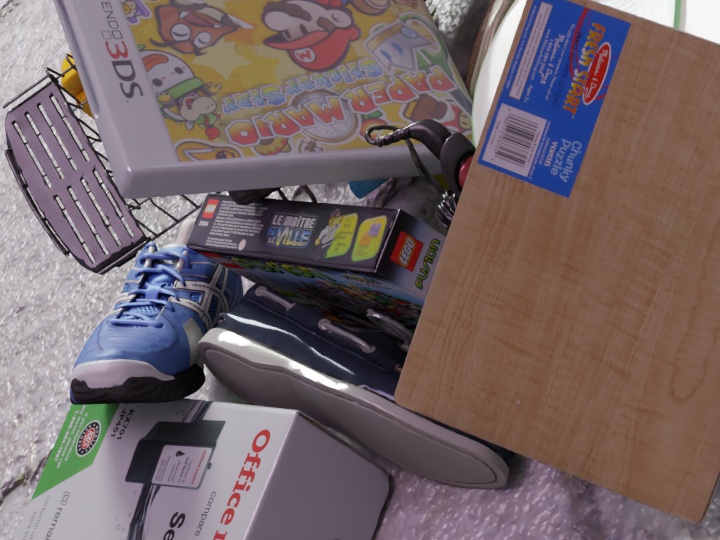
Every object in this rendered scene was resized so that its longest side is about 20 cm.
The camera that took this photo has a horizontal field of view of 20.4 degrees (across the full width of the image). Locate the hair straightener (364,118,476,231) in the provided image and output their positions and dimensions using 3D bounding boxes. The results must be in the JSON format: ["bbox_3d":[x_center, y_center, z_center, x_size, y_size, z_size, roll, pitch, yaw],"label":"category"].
[{"bbox_3d":[0.076,0.003,0.939,0.041,0.200,0.077,-47,-5,-22],"label":"hair straightener"}]

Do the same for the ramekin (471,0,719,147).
[{"bbox_3d":[0.148,-0.086,0.972,0.199,0.097,0.201,-30,43,32],"label":"ramekin"}]

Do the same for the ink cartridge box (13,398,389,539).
[{"bbox_3d":[-0.097,0.150,1.102,0.199,0.083,0.148,1,62,46],"label":"ink cartridge box"}]

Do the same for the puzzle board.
[{"bbox_3d":[0.114,-0.008,0.883,0.150,0.017,0.202,21,100,14],"label":"puzzle board"}]

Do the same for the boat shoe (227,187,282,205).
[{"bbox_3d":[-0.082,-0.126,1.100,0.066,0.072,0.202,-33,63,14],"label":"boat shoe"}]

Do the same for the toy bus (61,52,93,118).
[{"bbox_3d":[-0.117,-0.166,1.385,0.199,0.065,0.079,-36,42,20],"label":"toy bus"}]

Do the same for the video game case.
[{"bbox_3d":[-0.051,-0.119,1.024,0.183,0.198,0.023,67,149,32],"label":"video game case"}]

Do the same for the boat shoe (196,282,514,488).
[{"bbox_3d":[0.004,0.058,1.065,0.199,0.075,0.062,18,60,37],"label":"boat shoe"}]

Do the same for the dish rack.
[{"bbox_3d":[-0.139,-0.101,1.298,0.199,0.055,0.154,-34,73,6],"label":"dish rack"}]

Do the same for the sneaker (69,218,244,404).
[{"bbox_3d":[-0.118,0.025,1.143,0.075,0.078,0.200,-1,14,13],"label":"sneaker"}]

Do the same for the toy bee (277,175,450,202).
[{"bbox_3d":[0.016,-0.100,1.162,0.108,0.132,0.200,-36,22,-19],"label":"toy bee"}]

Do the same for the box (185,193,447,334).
[{"bbox_3d":[0.000,0.000,1.075,0.199,0.110,0.035,7,72,58],"label":"box"}]

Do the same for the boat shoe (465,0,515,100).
[{"bbox_3d":[0.122,-0.145,1.114,0.074,0.075,0.204,8,69,38],"label":"boat shoe"}]
